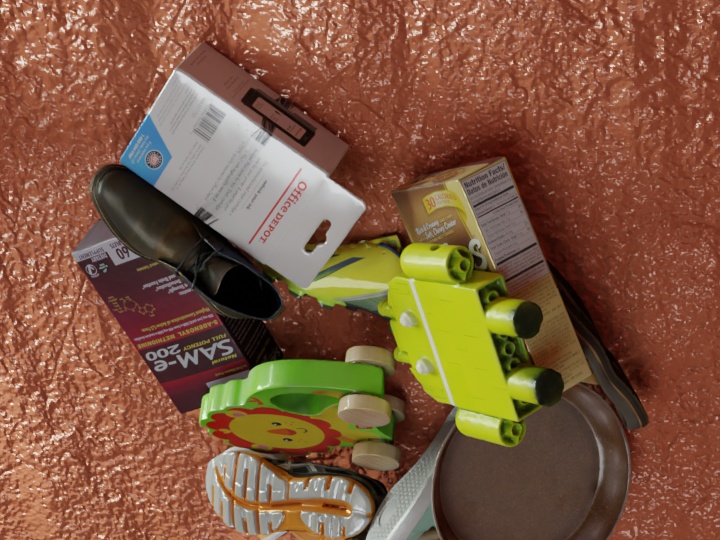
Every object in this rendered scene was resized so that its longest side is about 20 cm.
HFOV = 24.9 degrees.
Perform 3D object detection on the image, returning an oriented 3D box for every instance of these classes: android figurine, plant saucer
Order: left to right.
[{"bbox_3d":[0.084,0.059,1.359,0.200,0.041,0.182,10,124,54],"label":"android figurine"},{"bbox_3d":[0.151,0.190,1.481,0.200,0.034,0.201,-3,100,-19],"label":"plant saucer"}]

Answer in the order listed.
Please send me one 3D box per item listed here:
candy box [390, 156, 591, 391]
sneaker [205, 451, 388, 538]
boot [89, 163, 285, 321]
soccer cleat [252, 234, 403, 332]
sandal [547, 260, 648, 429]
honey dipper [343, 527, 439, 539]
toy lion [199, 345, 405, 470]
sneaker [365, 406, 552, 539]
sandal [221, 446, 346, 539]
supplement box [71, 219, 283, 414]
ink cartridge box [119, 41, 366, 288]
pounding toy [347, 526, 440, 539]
[{"bbox_3d":[0.109,0.009,1.374,0.115,0.055,0.200,-5,110,62],"label":"candy box"},{"bbox_3d":[-0.063,0.221,1.598,0.200,0.077,0.078,9,98,29],"label":"sneaker"},{"bbox_3d":[-0.146,-0.023,1.433,0.200,0.075,0.097,40,169,-28],"label":"boot"},{"bbox_3d":[0.001,0.000,1.477,0.200,0.065,0.084,19,98,12],"label":"soccer cleat"},{"bbox_3d":[0.187,0.070,1.433,0.055,0.082,0.200,-31,118,10],"label":"sandal"},{"bbox_3d":[0.076,0.252,1.563,0.200,0.038,0.038,-9,126,-13],"label":"honey dipper"},{"bbox_3d":[-0.058,0.131,1.520,0.191,0.069,0.200,3,155,7],"label":"toy lion"},{"bbox_3d":[0.097,0.221,1.521,0.118,0.074,0.200,40,83,-16],"label":"sneaker"},{"bbox_3d":[-0.066,0.259,1.668,0.207,0.059,0.079,41,127,-10],"label":"sandal"},{"bbox_3d":[-0.172,0.034,1.551,0.109,0.061,0.200,-18,116,29],"label":"supplement box"},{"bbox_3d":[-0.093,-0.090,1.423,0.200,0.068,0.116,36,123,-3],"label":"ink cartridge box"},{"bbox_3d":[0.094,0.337,1.635,0.200,0.142,0.184,13,119,16],"label":"pounding toy"}]
